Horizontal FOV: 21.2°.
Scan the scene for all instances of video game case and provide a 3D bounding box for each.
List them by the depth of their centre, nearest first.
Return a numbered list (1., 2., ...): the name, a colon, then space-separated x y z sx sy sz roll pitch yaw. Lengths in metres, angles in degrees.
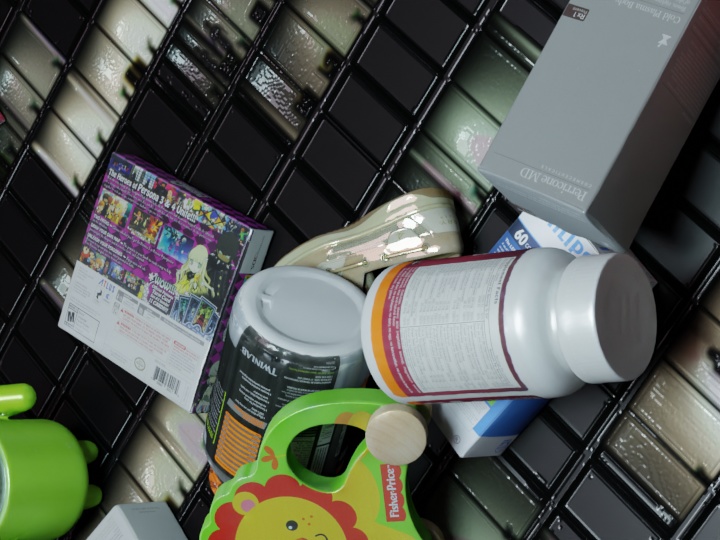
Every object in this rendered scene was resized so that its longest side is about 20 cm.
1. video game case: -0.183 0.009 1.773 0.200 0.036 0.182 28 105 37

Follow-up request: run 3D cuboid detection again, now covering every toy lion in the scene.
1. toy lion: -0.034 0.190 1.523 0.191 0.069 0.201 -3 111 7

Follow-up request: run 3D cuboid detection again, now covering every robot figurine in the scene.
1. robot figurine: -0.334 0.195 1.780 0.116 0.200 0.176 -13 79 39

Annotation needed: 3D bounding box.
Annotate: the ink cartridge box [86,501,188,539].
1. ink cartridge box: -0.183 0.322 1.732 0.115 0.068 0.200 -49 58 26

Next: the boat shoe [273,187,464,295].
1. boat shoe: 0.000 0.000 1.602 0.200 0.072 0.065 -27 69 29

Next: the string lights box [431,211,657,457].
1. string lights box: 0.125 0.042 1.500 0.200 0.059 0.103 -50 59 26

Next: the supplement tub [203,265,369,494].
1. supplement tub: -0.061 0.106 1.586 0.123 0.122 0.200 45 136 32

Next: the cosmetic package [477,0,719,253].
1. cosmetic package: 0.185 -0.126 1.409 0.107 0.090 0.200 23 79 36

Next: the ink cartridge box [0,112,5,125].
1. ink cartridge box: -0.481 -0.186 1.955 0.145 0.084 0.200 -35 92 33

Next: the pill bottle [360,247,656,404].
1. pill bottle: 0.108 0.040 1.407 0.200 0.109 0.110 -6 83 37
